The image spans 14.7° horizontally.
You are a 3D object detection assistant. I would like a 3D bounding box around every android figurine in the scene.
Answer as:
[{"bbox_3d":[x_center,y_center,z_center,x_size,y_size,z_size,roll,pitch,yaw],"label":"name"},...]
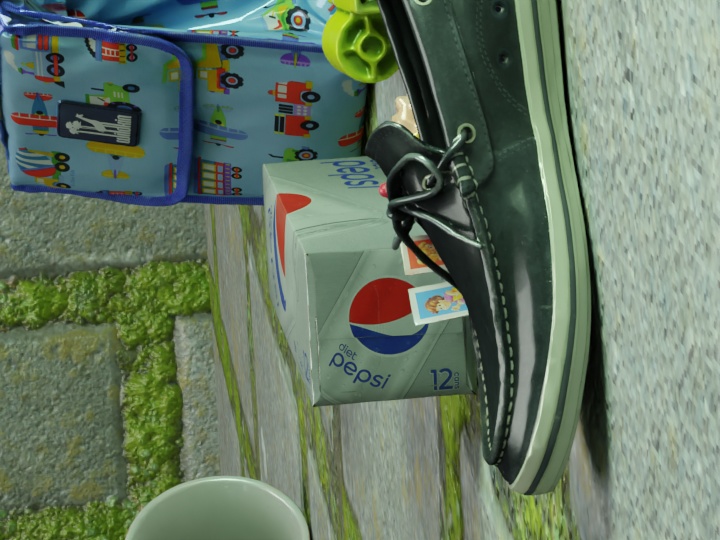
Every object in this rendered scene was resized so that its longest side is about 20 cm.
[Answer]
[{"bbox_3d":[-0.001,-0.174,1.189,0.200,0.041,0.184,-132,37,-77],"label":"android figurine"}]

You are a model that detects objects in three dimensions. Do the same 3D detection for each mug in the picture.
[{"bbox_3d":[-0.095,0.280,2.009,0.178,0.132,0.201,-98,4,-46],"label":"mug"}]

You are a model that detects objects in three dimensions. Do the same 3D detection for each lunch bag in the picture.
[{"bbox_3d":[-0.100,-0.101,1.416,0.151,0.198,0.095,95,169,-61],"label":"lunch bag"}]

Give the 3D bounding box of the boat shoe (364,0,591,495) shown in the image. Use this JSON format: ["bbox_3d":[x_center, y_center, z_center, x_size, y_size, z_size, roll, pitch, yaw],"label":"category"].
[{"bbox_3d":[0.033,-0.030,0.860,0.075,0.062,0.202,128,136,-79],"label":"boat shoe"}]

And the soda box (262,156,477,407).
[{"bbox_3d":[0.000,0.000,1.166,0.200,0.068,0.064,-116,23,-76],"label":"soda box"}]

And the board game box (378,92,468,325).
[{"bbox_3d":[0.025,-0.067,0.994,0.159,0.039,0.201,91,171,-45],"label":"board game box"}]
